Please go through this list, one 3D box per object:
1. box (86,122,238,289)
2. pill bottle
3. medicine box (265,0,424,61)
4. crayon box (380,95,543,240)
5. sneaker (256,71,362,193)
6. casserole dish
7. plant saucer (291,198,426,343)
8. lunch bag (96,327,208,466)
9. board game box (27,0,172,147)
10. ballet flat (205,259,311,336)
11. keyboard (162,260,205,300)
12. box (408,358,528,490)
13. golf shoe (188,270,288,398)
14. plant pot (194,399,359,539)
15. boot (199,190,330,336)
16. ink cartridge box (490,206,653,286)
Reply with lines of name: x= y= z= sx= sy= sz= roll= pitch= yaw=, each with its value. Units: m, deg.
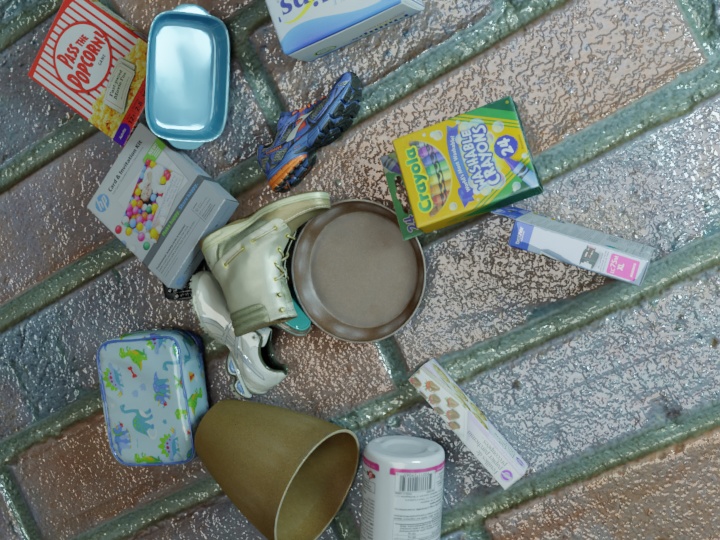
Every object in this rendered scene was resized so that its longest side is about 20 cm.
box: x=-0.290 y=-0.095 z=1.423 sx=0.200 sy=0.041 sz=0.156 roll=42 pitch=103 yaw=24
pill bottle: x=0.056 y=0.340 z=1.349 sx=0.112 sy=0.113 sz=0.202 roll=5 pitch=98 yaw=18
medicine box: x=-0.039 y=-0.408 z=1.300 sx=0.181 sy=0.103 sz=0.202 roll=-20 pitch=89 yaw=20
crayon box: x=0.125 y=-0.131 z=1.283 sx=0.198 sy=0.052 sz=0.127 roll=-19 pitch=78 yaw=16
sneaker: x=-0.076 y=-0.201 z=1.355 sx=0.079 sy=0.075 sz=0.200 roll=47 pitch=107 yaw=12
casserole dish: x=-0.250 y=-0.275 z=1.396 sx=0.120 sy=0.039 sz=0.202 roll=0 pitch=98 yaw=-25
plant saucer: x=0.000 y=0.000 z=1.371 sx=0.198 sy=0.034 sz=0.203 roll=3 pitch=98 yaw=20
lunch bag: x=-0.313 y=0.190 z=1.475 sx=0.159 sy=0.082 sz=0.202 roll=-7 pitch=94 yaw=19
board game box: x=-0.383 y=-0.302 z=1.461 sx=0.199 sy=0.046 sz=0.152 roll=35 pitch=106 yaw=12
ballet flat: x=-0.149 y=0.028 z=1.419 sx=0.200 sy=0.067 sz=0.064 roll=47 pitch=135 yaw=9
keyboard: x=-0.294 y=-0.052 z=1.464 sx=0.103 sy=0.040 sz=0.202 roll=-9 pitch=92 yaw=19
box: x=0.148 y=0.208 z=1.341 sx=0.039 sy=0.041 sz=0.200 roll=-44 pitch=81 yaw=18
golf shoe: x=-0.170 y=0.082 z=1.411 sx=0.097 sy=0.078 sz=0.201 roll=-22 pitch=100 yaw=30
plant pot: x=-0.135 y=0.268 z=1.385 sx=0.199 sy=0.186 sz=0.188 roll=24 pitch=104 yaw=28
boot: x=-0.110 y=-0.010 z=1.343 sx=0.199 sy=0.072 sz=0.156 roll=-25 pitch=78 yaw=11
ink cartridge box: x=0.264 y=-0.034 z=1.230 sx=0.198 sy=0.119 sz=0.042 roll=21 pitch=105 yaw=16
